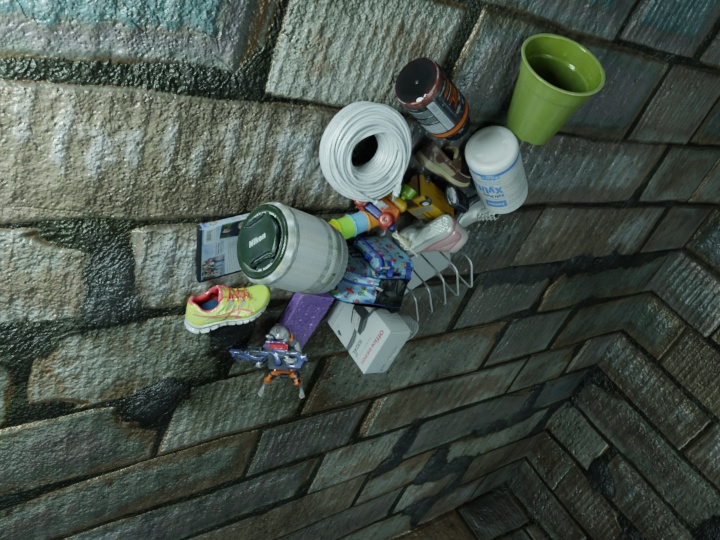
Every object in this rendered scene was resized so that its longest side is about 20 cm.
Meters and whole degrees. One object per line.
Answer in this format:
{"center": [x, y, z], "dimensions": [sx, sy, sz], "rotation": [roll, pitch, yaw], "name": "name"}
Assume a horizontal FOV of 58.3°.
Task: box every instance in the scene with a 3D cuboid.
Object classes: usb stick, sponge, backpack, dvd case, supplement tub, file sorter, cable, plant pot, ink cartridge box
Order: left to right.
{"center": [-0.247, -0.055, 1.342], "dimensions": [0.197, 0.018, 0.144], "rotation": [-18, 139, -31], "name": "dvd case"}
{"center": [-0.156, 0.132, 1.623], "dimensions": [0.110, 0.030, 0.202], "rotation": [8, 123, -46], "name": "sponge"}
{"center": [0.000, 0.000, 1.510], "dimensions": [0.197, 0.183, 0.137], "rotation": [5, 118, -31], "name": "backpack"}
{"center": [0.016, 0.139, 1.643], "dimensions": [0.083, 0.201, 0.146], "rotation": [3, 128, -45], "name": "ink cartridge box"}
{"center": [0.013, -0.241, 1.309], "dimensions": [0.197, 0.069, 0.203], "rotation": [12, 111, -33], "name": "cable"}
{"center": [0.193, 0.023, 1.753], "dimensions": [0.198, 0.125, 0.140], "rotation": [-31, 144, -13], "name": "file sorter"}
{"center": [0.158, -0.345, 1.336], "dimensions": [0.107, 0.107, 0.199], "rotation": [-48, 145, 11], "name": "supplement tub"}
{"center": [0.240, -0.175, 1.590], "dimensions": [0.032, 0.057, 0.200], "rotation": [-13, 177, 17], "name": "usb stick"}
{"center": [0.338, -0.246, 1.592], "dimensions": [0.131, 0.132, 0.200], "rotation": [-39, 144, -1], "name": "supplement tub"}
{"center": [0.425, -0.398, 1.483], "dimensions": [0.197, 0.202, 0.191], "rotation": [-20, 152, -26], "name": "plant pot"}

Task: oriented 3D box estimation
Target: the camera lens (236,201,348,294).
{"center": [-0.138, -0.041, 1.306], "dimensions": [0.198, 0.160, 0.161], "rotation": [16, 118, -51], "name": "camera lens"}

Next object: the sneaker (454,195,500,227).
{"center": [0.337, -0.164, 1.732], "dimensions": [0.198, 0.071, 0.074], "rotation": [-33, 145, -12], "name": "sneaker"}

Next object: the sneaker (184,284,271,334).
{"center": [-0.283, 0.068, 1.390], "dimensions": [0.197, 0.078, 0.091], "rotation": [-21, 139, -26], "name": "sneaker"}

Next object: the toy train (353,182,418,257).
{"center": [0.084, -0.139, 1.422], "dimensions": [0.116, 0.199, 0.085], "rotation": [-51, 176, 2], "name": "toy train"}

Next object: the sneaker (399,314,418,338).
{"center": [0.085, 0.176, 1.834], "dimensions": [0.197, 0.080, 0.079], "rotation": [-25, 175, 26], "name": "sneaker"}

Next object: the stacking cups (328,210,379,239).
{"center": [-0.005, -0.106, 1.478], "dimensions": [0.197, 0.061, 0.061], "rotation": [-21, 141, -26], "name": "stacking cups"}

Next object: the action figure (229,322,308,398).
{"center": [-0.215, 0.217, 1.586], "dimensions": [0.105, 0.196, 0.197], "rotation": [-66, 164, -62], "name": "action figure"}

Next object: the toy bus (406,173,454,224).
{"center": [0.165, -0.162, 1.558], "dimensions": [0.077, 0.067, 0.199], "rotation": [-12, 158, 31], "name": "toy bus"}

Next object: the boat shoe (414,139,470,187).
{"center": [0.209, -0.256, 1.515], "dimensions": [0.198, 0.072, 0.072], "rotation": [18, 117, -44], "name": "boat shoe"}

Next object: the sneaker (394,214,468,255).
{"center": [0.179, -0.071, 1.598], "dimensions": [0.104, 0.077, 0.198], "rotation": [23, 150, -38], "name": "sneaker"}
